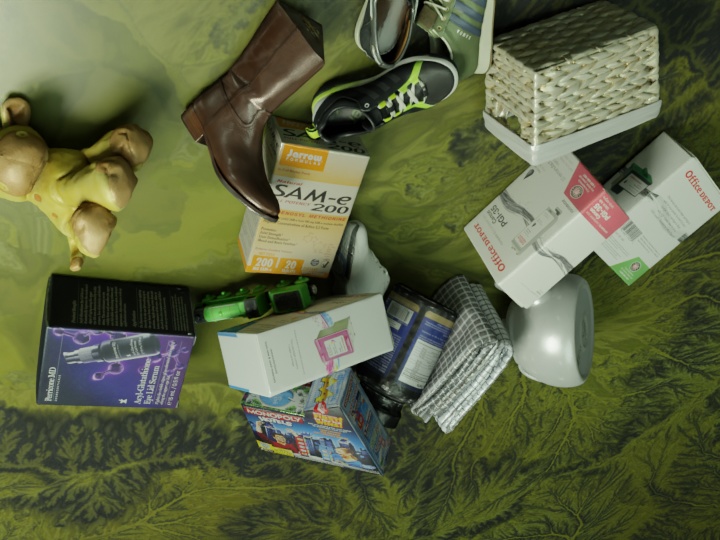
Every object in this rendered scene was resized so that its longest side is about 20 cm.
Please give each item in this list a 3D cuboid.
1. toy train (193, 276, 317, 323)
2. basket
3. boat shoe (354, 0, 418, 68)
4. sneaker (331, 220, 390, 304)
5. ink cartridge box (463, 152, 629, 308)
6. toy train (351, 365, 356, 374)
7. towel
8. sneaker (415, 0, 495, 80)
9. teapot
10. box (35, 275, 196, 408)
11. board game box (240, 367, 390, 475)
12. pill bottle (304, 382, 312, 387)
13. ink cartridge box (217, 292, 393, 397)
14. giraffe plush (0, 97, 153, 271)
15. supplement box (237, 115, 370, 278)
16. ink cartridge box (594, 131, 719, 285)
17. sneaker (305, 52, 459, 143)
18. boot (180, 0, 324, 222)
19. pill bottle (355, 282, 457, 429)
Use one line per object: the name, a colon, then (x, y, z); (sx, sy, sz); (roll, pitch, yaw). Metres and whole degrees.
toy train: (-0.154, 0.047, 1.061); (0.196, 0.056, 0.042); (-11, 105, 23)
basket: (0.266, -0.244, 0.959); (0.197, 0.136, 0.125); (-23, 130, -11)
boat shoe: (0.047, -0.335, 0.863); (0.070, 0.068, 0.203); (3, 125, -20)
sneaker: (0.000, 0.000, 1.129); (0.086, 0.075, 0.202); (-21, 140, -18)
ink cartridge box: (0.267, -0.067, 1.107); (0.200, 0.148, 0.082); (-44, 128, 17)
toy train: (-0.043, 0.182, 1.276); (0.198, 0.034, 0.046); (-29, 136, 5)
towel: (0.141, 0.131, 1.214); (0.085, 0.167, 0.201); (23, 116, -30)
sneaker: (0.108, -0.314, 0.899); (0.088, 0.068, 0.202); (-20, 135, -10)
teapot: (0.306, 0.101, 1.263); (0.144, 0.205, 0.196); (-1, -179, 29)
box: (-0.343, 0.104, 1.054); (0.196, 0.105, 0.150); (5, 127, -24)
board game box: (-0.061, 0.203, 1.065); (0.196, 0.062, 0.202); (9, 143, 11)
pill bottle: (-0.091, 0.170, 1.176); (0.112, 0.113, 0.200); (-38, 121, 13)
ink cartridge box: (-0.074, 0.095, 1.027); (0.197, 0.144, 0.086); (-15, 95, -31)
giraffe plush: (-0.355, -0.112, 0.864); (0.161, 0.175, 0.199); (29, 150, -25)
supplement box: (-0.080, -0.092, 1.009); (0.124, 0.074, 0.202); (4, 126, -24)
ink cartridge box: (0.454, -0.095, 1.195); (0.200, 0.085, 0.145); (-43, 130, 16)
sneaker: (0.029, -0.199, 0.926); (0.196, 0.084, 0.072); (-15, 136, 15)
boot: (-0.096, -0.186, 0.877); (0.199, 0.187, 0.064); (-41, 174, 15)
pill bottle: (0.059, 0.131, 1.152); (0.111, 0.111, 0.203); (25, 91, -35)
